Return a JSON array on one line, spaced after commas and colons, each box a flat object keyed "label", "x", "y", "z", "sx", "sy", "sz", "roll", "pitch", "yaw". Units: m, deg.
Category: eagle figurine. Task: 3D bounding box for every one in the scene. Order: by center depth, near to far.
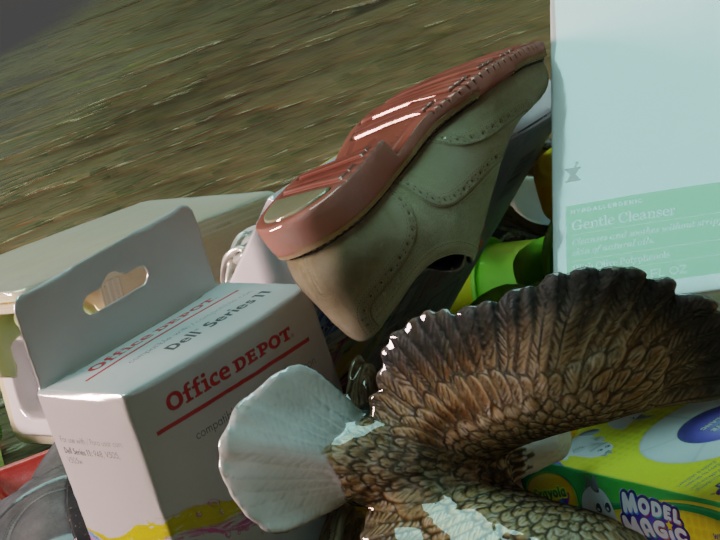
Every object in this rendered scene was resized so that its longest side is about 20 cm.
[{"label": "eagle figurine", "x": 0.058, "y": 0.082, "z": 1.078, "sx": 0.199, "sy": 0.152, "sz": 0.151, "roll": 1, "pitch": 42, "yaw": 46}]

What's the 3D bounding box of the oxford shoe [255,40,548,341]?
[{"label": "oxford shoe", "x": 0.030, "y": -0.039, "z": 1.164, "sx": 0.071, "sy": 0.074, "sz": 0.200, "roll": -17, "pitch": 18, "yaw": 48}]

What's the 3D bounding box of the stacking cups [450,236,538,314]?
[{"label": "stacking cups", "x": 0.124, "y": 0.002, "z": 1.438, "sx": 0.199, "sy": 0.061, "sz": 0.060, "roll": -8, "pitch": 20, "yaw": 32}]

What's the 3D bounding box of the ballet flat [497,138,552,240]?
[{"label": "ballet flat", "x": 0.115, "y": -0.040, "z": 1.494, "sx": 0.072, "sy": 0.072, "sz": 0.200, "roll": -4, "pitch": -13, "yaw": 41}]

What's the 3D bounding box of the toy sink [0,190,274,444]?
[{"label": "toy sink", "x": -0.147, "y": 0.036, "z": 1.517, "sx": 0.200, "sy": 0.113, "sz": 0.130, "roll": -23, "pitch": 13, "yaw": -41}]

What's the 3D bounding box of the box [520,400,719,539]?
[{"label": "box", "x": 0.171, "y": 0.088, "z": 1.142, "sx": 0.117, "sy": 0.049, "sz": 0.200, "roll": -28, "pitch": 20, "yaw": -28}]

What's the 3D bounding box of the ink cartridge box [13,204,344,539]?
[{"label": "ink cartridge box", "x": -0.065, "y": 0.082, "z": 1.147, "sx": 0.117, "sy": 0.201, "sz": 0.067, "roll": -32, "pitch": 21, "yaw": -37}]

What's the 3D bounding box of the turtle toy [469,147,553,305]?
[{"label": "turtle toy", "x": 0.139, "y": 0.011, "z": 1.297, "sx": 0.199, "sy": 0.146, "sz": 0.101, "roll": -19, "pitch": 38, "yaw": 4}]

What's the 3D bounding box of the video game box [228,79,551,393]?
[{"label": "video game box", "x": 0.000, "y": 0.000, "z": 1.285, "sx": 0.182, "sy": 0.047, "sz": 0.200, "roll": -35, "pitch": -18, "yaw": -39}]

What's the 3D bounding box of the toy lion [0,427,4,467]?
[{"label": "toy lion", "x": -0.283, "y": 0.119, "z": 1.527, "sx": 0.191, "sy": 0.069, "sz": 0.200, "roll": 0, "pitch": 24, "yaw": 32}]

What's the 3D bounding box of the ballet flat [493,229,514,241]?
[{"label": "ballet flat", "x": 0.048, "y": -0.024, "z": 1.582, "sx": 0.064, "sy": 0.076, "sz": 0.200, "roll": -38, "pitch": -10, "yaw": 29}]

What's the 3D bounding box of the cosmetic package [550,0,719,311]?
[{"label": "cosmetic package", "x": 0.148, "y": -0.055, "z": 1.212, "sx": 0.107, "sy": 0.085, "sz": 0.201, "roll": -10, "pitch": 60, "yaw": 17}]

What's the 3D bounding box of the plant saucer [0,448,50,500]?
[{"label": "plant saucer", "x": -0.099, "y": 0.119, "z": 1.354, "sx": 0.199, "sy": 0.037, "sz": 0.200, "roll": -21, "pitch": 17, "yaw": -5}]

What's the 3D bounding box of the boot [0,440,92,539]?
[{"label": "boot", "x": -0.173, "y": 0.124, "z": 1.246, "sx": 0.131, "sy": 0.070, "sz": 0.200, "roll": -23, "pitch": 13, "yaw": 1}]

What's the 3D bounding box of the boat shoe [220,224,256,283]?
[{"label": "boat shoe", "x": -0.044, "y": 0.008, "z": 1.414, "sx": 0.070, "sy": 0.071, "sz": 0.200, "roll": 34, "pitch": 27, "yaw": 16}]
